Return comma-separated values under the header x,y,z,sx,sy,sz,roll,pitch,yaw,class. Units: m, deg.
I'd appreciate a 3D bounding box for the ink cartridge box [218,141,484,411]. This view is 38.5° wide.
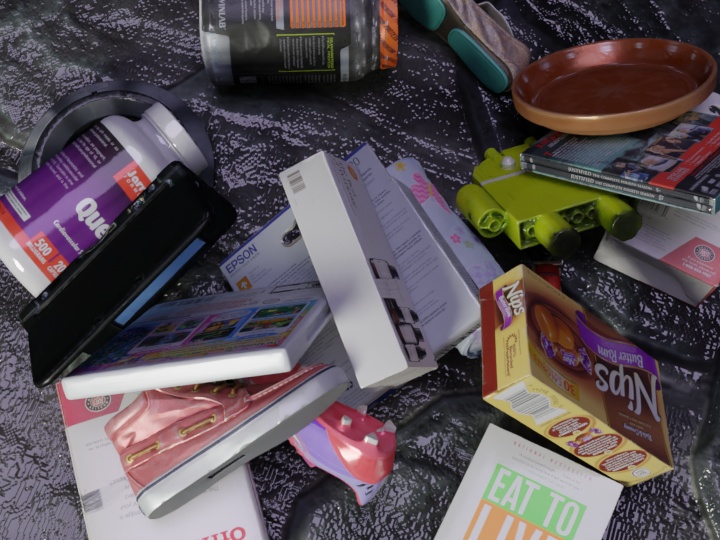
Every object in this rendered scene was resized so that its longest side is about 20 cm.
x,y,z,sx,sy,sz,roll,pitch,yaw,class
-0.008,0.018,0.962,0.196,0.043,0.200,-38,71,16,ink cartridge box

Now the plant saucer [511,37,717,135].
x,y,z,sx,sy,sz,roll,pitch,yaw,class
0.253,-0.183,1.036,0.199,0.032,0.201,-9,30,5,plant saucer

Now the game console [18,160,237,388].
x,y,z,sx,sy,sz,roll,pitch,yaw,class
-0.187,0.017,0.900,0.200,0.176,0.116,-44,63,2,game console

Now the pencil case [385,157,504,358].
x,y,z,sx,sy,sz,roll,pitch,yaw,class
0.078,-0.015,0.998,0.200,0.083,0.091,52,32,17,pencil case

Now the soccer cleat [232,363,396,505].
x,y,z,sx,sy,sz,roll,pitch,yaw,class
-0.055,0.129,0.920,0.200,0.077,0.067,30,25,25,soccer cleat

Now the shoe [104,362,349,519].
x,y,z,sx,sy,sz,roll,pitch,yaw,class
-0.113,0.113,0.851,0.200,0.071,0.091,-33,72,-1,shoe

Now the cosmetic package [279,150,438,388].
x,y,z,sx,sy,sz,roll,pitch,yaw,class
0.000,0.000,0.895,0.051,0.083,0.201,-26,77,17,cosmetic package

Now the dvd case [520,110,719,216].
x,y,z,sx,sy,sz,roll,pitch,yaw,class
0.273,-0.114,0.970,0.200,0.022,0.146,20,44,38,dvd case

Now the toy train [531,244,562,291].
x,y,z,sx,sy,sz,roll,pitch,yaw,class
0.183,0.021,1.006,0.034,0.046,0.201,5,68,1,toy train

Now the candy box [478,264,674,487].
x,y,z,sx,sy,sz,roll,pitch,yaw,class
0.188,0.095,0.898,0.200,0.056,0.117,32,43,-29,candy box

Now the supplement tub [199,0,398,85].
x,y,z,sx,sy,sz,roll,pitch,yaw,class
-0.063,-0.257,1.073,0.199,0.123,0.123,-1,68,-2,supplement tub

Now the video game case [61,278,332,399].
x,y,z,sx,sy,sz,roll,pitch,yaw,class
-0.125,0.055,0.885,0.199,0.182,0.024,-9,106,17,video game case

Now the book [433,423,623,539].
x,y,z,sx,sy,sz,roll,pitch,yaw,class
0.131,0.255,0.916,0.133,0.048,0.200,25,72,11,book

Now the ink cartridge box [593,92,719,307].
x,y,z,sx,sy,sz,roll,pitch,yaw,class
0.332,-0.080,1.039,0.116,0.068,0.200,27,71,10,ink cartridge box

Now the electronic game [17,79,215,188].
x,y,z,sx,sy,sz,roll,pitch,yaw,class
-0.247,-0.099,1.048,0.199,0.042,0.201,0,77,-1,electronic game

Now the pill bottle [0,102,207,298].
x,y,z,sx,sy,sz,roll,pitch,yaw,class
-0.243,-0.066,0.960,0.200,0.113,0.113,-40,74,-9,pill bottle

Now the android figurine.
x,y,z,sx,sy,sz,roll,pitch,yaw,class
0.184,-0.079,1.001,0.181,0.041,0.200,-16,33,-7,android figurine

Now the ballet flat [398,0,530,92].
x,y,z,sx,sy,sz,roll,pitch,yaw,class
0.105,-0.277,1.106,0.200,0.068,0.067,46,67,-6,ballet flat

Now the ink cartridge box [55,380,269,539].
x,y,z,sx,sy,sz,roll,pitch,yaw,class
-0.173,0.180,0.915,0.146,0.083,0.201,-16,68,-8,ink cartridge box
